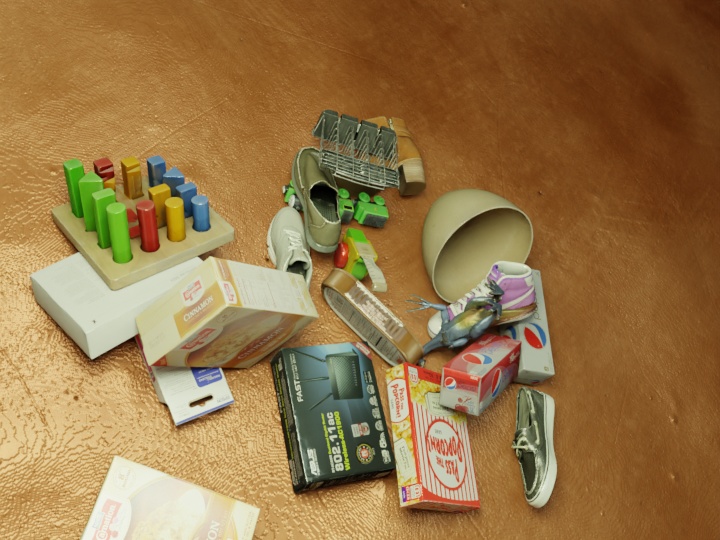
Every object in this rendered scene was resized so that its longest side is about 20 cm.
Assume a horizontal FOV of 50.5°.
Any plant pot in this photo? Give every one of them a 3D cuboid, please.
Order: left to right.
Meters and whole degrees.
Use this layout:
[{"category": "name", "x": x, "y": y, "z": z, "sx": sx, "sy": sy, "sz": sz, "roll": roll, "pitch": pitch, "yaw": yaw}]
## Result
[{"category": "plant pot", "x": 0.184, "y": -0.062, "z": 1.337, "sx": 0.195, "sy": 0.204, "sz": 0.135, "roll": -2, "pitch": 37, "yaw": -28}]

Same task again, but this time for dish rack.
[{"category": "dish rack", "x": -0.006, "y": -0.190, "z": 1.256, "sx": 0.149, "sy": 0.055, "sz": 0.202, "roll": 13, "pitch": 37, "yaw": -11}]

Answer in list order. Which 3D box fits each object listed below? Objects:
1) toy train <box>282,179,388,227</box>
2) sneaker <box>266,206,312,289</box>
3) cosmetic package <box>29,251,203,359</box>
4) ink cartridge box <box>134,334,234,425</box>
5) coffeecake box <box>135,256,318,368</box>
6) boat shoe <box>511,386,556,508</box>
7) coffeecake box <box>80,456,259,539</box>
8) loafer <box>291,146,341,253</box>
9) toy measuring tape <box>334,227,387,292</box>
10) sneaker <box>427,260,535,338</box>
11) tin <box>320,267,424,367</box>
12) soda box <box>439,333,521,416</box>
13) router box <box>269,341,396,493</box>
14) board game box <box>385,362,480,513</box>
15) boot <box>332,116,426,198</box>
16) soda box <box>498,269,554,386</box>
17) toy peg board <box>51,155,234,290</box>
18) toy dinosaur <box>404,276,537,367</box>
[{"category": "toy train", "x": -0.041, "y": -0.113, "z": 1.315, "sx": 0.195, "sy": 0.042, "sz": 0.057, "roll": 9, "pitch": 46, "yaw": -23}, {"category": "sneaker", "x": -0.103, "y": -0.021, "z": 1.207, "sx": 0.074, "sy": 0.092, "sz": 0.205, "roll": 7, "pitch": 60, "yaw": -22}, {"category": "cosmetic package", "x": -0.327, "y": 0.019, "z": 1.055, "sx": 0.149, "sy": 0.053, "sz": 0.198, "roll": 32, "pitch": 46, "yaw": 32}, {"category": "ink cartridge box", "x": -0.261, "y": 0.116, "z": 1.088, "sx": 0.093, "sy": 0.037, "sz": 0.203, "roll": -16, "pitch": 70, "yaw": -34}, {"category": "coffeecake box", "x": -0.177, "y": 0.064, "z": 1.034, "sx": 0.198, "sy": 0.152, "sz": 0.074, "roll": 13, "pitch": 47, "yaw": -57}, {"category": "boat shoe", "x": 0.279, "y": 0.288, "z": 1.257, "sx": 0.062, "sy": 0.071, "sz": 0.203, "roll": 23, "pitch": 48, "yaw": -14}, {"category": "coffeecake box", "x": -0.243, "y": 0.344, "z": 0.941, "sx": 0.196, "sy": 0.073, "sz": 0.157, "roll": 24, "pitch": 57, "yaw": -13}, {"category": "loafer", "x": -0.062, "y": -0.128, "z": 1.241, "sx": 0.073, "sy": 0.070, "sz": 0.204, "roll": 1, "pitch": 56, "yaw": -26}, {"category": "toy measuring tape", "x": 0.000, "y": 0.000, "z": 1.237, "sx": 0.072, "sy": 0.075, "sz": 0.201, "roll": 10, "pitch": 28, "yaw": -22}, {"category": "sneaker", "x": 0.200, "y": 0.043, "z": 1.286, "sx": 0.196, "sy": 0.116, "sz": 0.073, "roll": -20, "pitch": 43, "yaw": -8}, {"category": "tin", "x": 0.016, "y": 0.080, "z": 1.199, "sx": 0.199, "sy": 0.112, "sz": 0.042, "roll": 43, "pitch": 75, "yaw": 7}, {"category": "soda box", "x": 0.196, "y": 0.161, "z": 1.221, "sx": 0.068, "sy": 0.065, "sz": 0.199, "roll": 11, "pitch": 17, "yaw": 27}, {"category": "router box", "x": -0.042, "y": 0.212, "z": 1.131, "sx": 0.146, "sy": 0.062, "sz": 0.205, "roll": -2, "pitch": 66, "yaw": -28}, {"category": "board game box", "x": 0.110, "y": 0.257, "z": 1.163, "sx": 0.150, "sy": 0.046, "sz": 0.205, "roll": 22, "pitch": 53, "yaw": -45}, {"category": "boot", "x": 0.022, "y": -0.218, "z": 1.392, "sx": 0.194, "sy": 0.077, "sz": 0.159, "roll": -3, "pitch": 60, "yaw": -20}, {"category": "soda box", "x": 0.290, "y": 0.098, "z": 1.365, "sx": 0.066, "sy": 0.064, "sz": 0.205, "roll": 11, "pitch": 59, "yaw": -21}, {"category": "toy peg board", "x": -0.312, "y": -0.098, "z": 1.084, "sx": 0.196, "sy": 0.100, "sz": 0.199, "roll": -26, "pitch": 48, "yaw": -33}, {"category": "toy dinosaur", "x": 0.165, "y": 0.107, "z": 1.230, "sx": 0.196, "sy": 0.182, "sz": 0.107, "roll": 23, "pitch": 37, "yaw": -21}]
